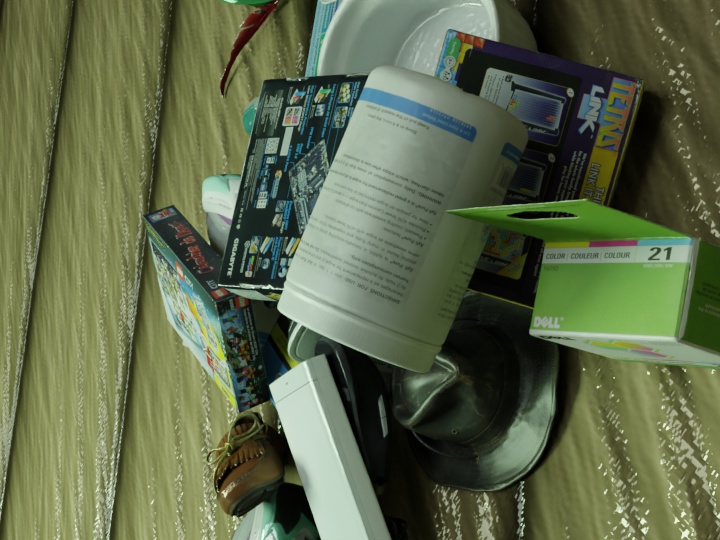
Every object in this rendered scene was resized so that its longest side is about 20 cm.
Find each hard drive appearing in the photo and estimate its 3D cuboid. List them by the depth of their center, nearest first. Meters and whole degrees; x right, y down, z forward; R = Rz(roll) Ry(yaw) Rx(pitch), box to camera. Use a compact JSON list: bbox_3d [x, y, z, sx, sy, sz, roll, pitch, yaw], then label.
[{"bbox_3d":[-0.025,0.184,1.165,0.201,0.027,0.132,70,158,8],"label":"hard drive"}]

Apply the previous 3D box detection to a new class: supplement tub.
[{"bbox_3d":[0.032,-0.039,0.976,0.132,0.132,0.201,26,93,55],"label":"supplement tub"}]

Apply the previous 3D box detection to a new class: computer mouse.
[{"bbox_3d":[-0.002,0.149,1.182,0.140,0.046,0.201,-13,94,68],"label":"computer mouse"}]

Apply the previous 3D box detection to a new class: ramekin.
[{"bbox_3d":[0.065,-0.180,1.187,0.200,0.098,0.201,-9,75,36],"label":"ramekin"}]

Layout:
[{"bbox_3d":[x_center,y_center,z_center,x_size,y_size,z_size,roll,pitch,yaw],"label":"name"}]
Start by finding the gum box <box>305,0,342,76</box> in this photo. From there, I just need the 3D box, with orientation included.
[{"bbox_3d":[0.019,-0.256,1.367,0.200,0.044,0.171,-4,74,53],"label":"gum box"}]

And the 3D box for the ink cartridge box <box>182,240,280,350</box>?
[{"bbox_3d":[-0.122,0.002,1.444,0.116,0.067,0.201,12,87,55],"label":"ink cartridge box"}]

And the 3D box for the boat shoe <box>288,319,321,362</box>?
[{"bbox_3d":[0.000,0.000,1.166,0.200,0.075,0.060,-46,46,17],"label":"boat shoe"}]

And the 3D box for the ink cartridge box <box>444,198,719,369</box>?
[{"bbox_3d":[0.171,0.012,0.907,0.148,0.199,0.076,0,77,55],"label":"ink cartridge box"}]

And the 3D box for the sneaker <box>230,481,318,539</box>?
[{"bbox_3d":[-0.093,0.323,1.279,0.140,0.078,0.201,-43,35,39],"label":"sneaker"}]

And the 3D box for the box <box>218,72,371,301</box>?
[{"bbox_3d":[-0.036,-0.072,1.140,0.158,0.046,0.201,2,76,39],"label":"box"}]

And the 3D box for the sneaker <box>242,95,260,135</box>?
[{"bbox_3d":[-0.040,-0.140,1.339,0.199,0.071,0.080,1,76,31],"label":"sneaker"}]

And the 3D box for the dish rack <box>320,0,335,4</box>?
[{"bbox_3d":[0.026,-0.379,1.353,0.171,0.043,0.201,-8,52,52],"label":"dish rack"}]

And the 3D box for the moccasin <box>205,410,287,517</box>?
[{"bbox_3d":[-0.113,0.182,1.279,0.074,0.078,0.201,-37,7,11],"label":"moccasin"}]

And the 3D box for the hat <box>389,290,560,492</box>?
[{"bbox_3d":[0.078,0.093,1.113,0.200,0.081,0.202,-27,55,47],"label":"hat"}]

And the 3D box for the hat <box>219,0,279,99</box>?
[{"bbox_3d":[-0.107,-0.345,1.608,0.199,0.176,0.166,-8,62,13],"label":"hat"}]

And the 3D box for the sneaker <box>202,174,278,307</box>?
[{"bbox_3d":[-0.085,-0.034,1.311,0.200,0.077,0.141,-9,81,52],"label":"sneaker"}]

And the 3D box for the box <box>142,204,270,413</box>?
[{"bbox_3d":[-0.159,0.036,1.333,0.200,0.038,0.137,43,148,49],"label":"box"}]

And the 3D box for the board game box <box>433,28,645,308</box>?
[{"bbox_3d":[0.123,-0.077,1.055,0.057,0.165,0.201,11,-84,-80],"label":"board game box"}]

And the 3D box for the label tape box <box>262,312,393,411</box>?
[{"bbox_3d":[-0.016,0.061,1.275,0.201,0.066,0.143,-63,36,19],"label":"label tape box"}]
